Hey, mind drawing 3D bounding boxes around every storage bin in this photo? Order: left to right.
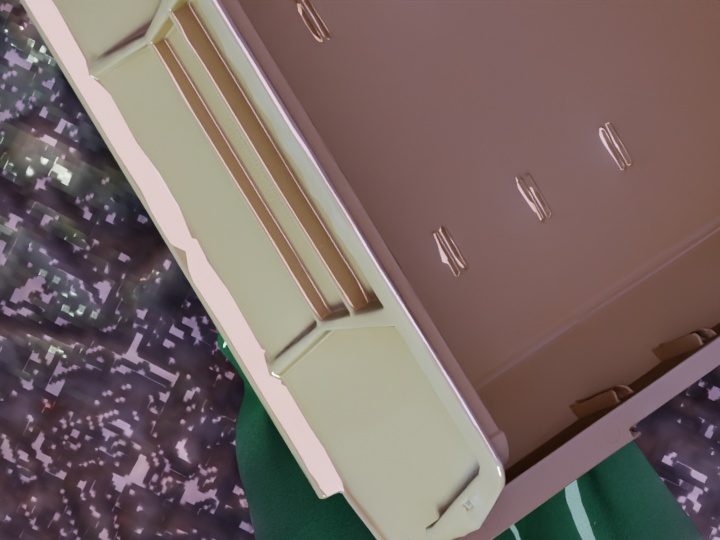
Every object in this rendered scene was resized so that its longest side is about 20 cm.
[{"bbox_3d":[0.044,-0.060,0.752,0.200,0.094,0.199,-32,91,-29],"label":"storage bin"}]

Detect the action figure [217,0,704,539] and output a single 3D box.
[{"bbox_3d":[0.000,0.000,0.804,0.118,0.055,0.201,-21,92,-2],"label":"action figure"}]
